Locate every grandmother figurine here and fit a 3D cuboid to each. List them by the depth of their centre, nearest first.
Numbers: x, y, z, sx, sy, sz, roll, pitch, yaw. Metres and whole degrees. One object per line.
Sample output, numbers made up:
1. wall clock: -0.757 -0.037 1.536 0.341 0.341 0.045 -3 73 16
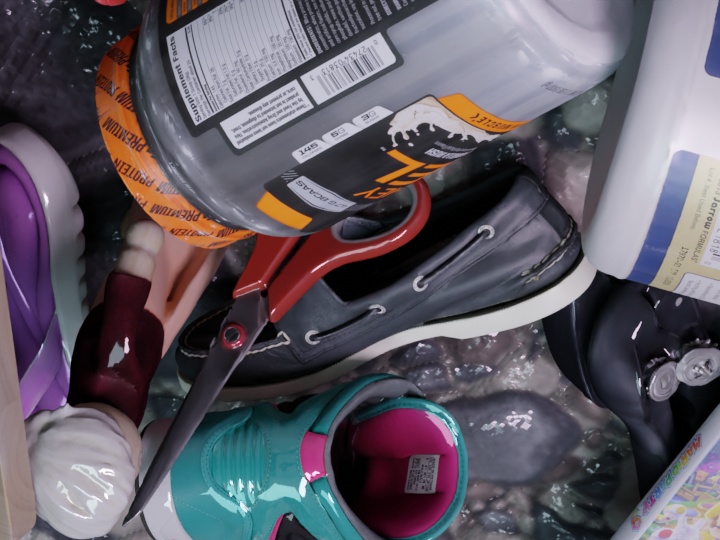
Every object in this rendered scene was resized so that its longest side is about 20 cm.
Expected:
1. grandmother figurine: -0.098 0.031 1.249 0.060 0.201 0.122 9 132 5

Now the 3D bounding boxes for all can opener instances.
1. can opener: 0.141 0.071 1.335 0.063 0.079 0.201 -33 129 -10

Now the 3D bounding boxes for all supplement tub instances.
1. supplement tub: 0.197 -0.045 1.155 0.199 0.145 0.145 16 132 0
2. supplement tub: -0.002 -0.091 1.176 0.199 0.123 0.123 -27 120 31

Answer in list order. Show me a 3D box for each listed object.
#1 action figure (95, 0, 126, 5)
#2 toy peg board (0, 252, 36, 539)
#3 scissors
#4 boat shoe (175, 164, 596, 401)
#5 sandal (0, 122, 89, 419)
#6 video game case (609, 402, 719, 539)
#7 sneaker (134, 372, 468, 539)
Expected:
1. action figure: -0.079 -0.173 1.163 0.199 0.066 0.099 -32 124 32
2. toy peg board: -0.242 0.018 1.149 0.199 0.098 0.200 17 127 28
3. scissors: -0.050 0.015 1.252 0.073 0.200 0.014 41 174 24
4. boat shoe: 0.000 0.001 1.288 0.198 0.075 0.066 -13 121 25
5. sandal: -0.157 0.024 1.338 0.082 0.050 0.204 36 139 43
6. video game case: 0.193 0.109 1.330 0.142 0.018 0.200 14 129 -27
7. sneaker: -0.004 0.092 1.311 0.120 0.084 0.200 -5 172 22
